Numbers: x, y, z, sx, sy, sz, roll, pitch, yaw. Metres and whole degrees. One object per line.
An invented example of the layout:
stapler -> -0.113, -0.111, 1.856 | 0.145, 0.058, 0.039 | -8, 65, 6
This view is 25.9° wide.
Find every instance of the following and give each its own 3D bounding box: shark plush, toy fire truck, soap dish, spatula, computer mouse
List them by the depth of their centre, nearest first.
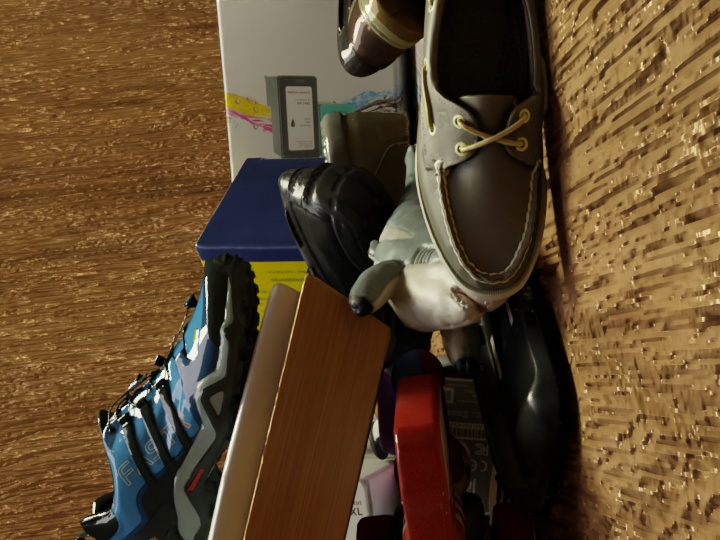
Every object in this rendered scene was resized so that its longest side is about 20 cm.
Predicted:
toy fire truck -> 0.046, 0.139, 0.927 | 0.200, 0.111, 0.170 | -73, -23, -76
shark plush -> 0.056, -0.017, 0.948 | 0.083, 0.090, 0.200 | -51, 12, 21
soap dish -> -0.034, 0.112, 0.956 | 0.157, 0.080, 0.202 | 84, -161, -83
computer mouse -> 0.065, 0.157, 1.068 | 0.044, 0.108, 0.203 | 2, -87, -85
spatula -> 0.017, 0.113, 1.125 | 0.200, 0.020, 0.057 | 99, 168, -76

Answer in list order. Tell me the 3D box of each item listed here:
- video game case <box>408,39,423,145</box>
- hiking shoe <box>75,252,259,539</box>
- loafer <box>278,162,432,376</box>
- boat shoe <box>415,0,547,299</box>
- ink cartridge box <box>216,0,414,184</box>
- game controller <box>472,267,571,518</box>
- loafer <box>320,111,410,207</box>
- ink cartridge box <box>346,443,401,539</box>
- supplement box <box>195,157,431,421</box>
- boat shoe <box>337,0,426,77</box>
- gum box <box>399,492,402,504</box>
video game case -> 0.062, -0.111, 1.164 | 0.200, 0.023, 0.184 | -110, 15, -69
hiking shoe -> -0.114, 0.084, 0.933 | 0.074, 0.086, 0.202 | -61, -16, -81
loafer -> 0.000, 0.000, 1.060 | 0.068, 0.070, 0.201 | -58, -35, -27
boat shoe -> 0.064, -0.088, 0.833 | 0.060, 0.071, 0.204 | 81, -174, -83
ink cartridge box -> -0.027, -0.144, 1.293 | 0.147, 0.144, 0.202 | -67, -24, -66
game controller -> 0.091, 0.044, 0.927 | 0.201, 0.042, 0.105 | -101, 21, -47
loafer -> 0.030, -0.035, 1.111 | 0.201, 0.069, 0.076 | 66, -167, -48
ink cartridge box -> -0.017, 0.190, 1.271 | 0.200, 0.144, 0.084 | -12, -84, -66
supplement box -> -0.031, 0.022, 1.218 | 0.110, 0.108, 0.201 | -63, -35, -43
boat shoe -> 0.014, -0.197, 1.090 | 0.073, 0.065, 0.200 | 43, -154, -14
gum box -> 0.066, 0.181, 1.148 | 0.114, 0.065, 0.202 | 126, 139, -85
